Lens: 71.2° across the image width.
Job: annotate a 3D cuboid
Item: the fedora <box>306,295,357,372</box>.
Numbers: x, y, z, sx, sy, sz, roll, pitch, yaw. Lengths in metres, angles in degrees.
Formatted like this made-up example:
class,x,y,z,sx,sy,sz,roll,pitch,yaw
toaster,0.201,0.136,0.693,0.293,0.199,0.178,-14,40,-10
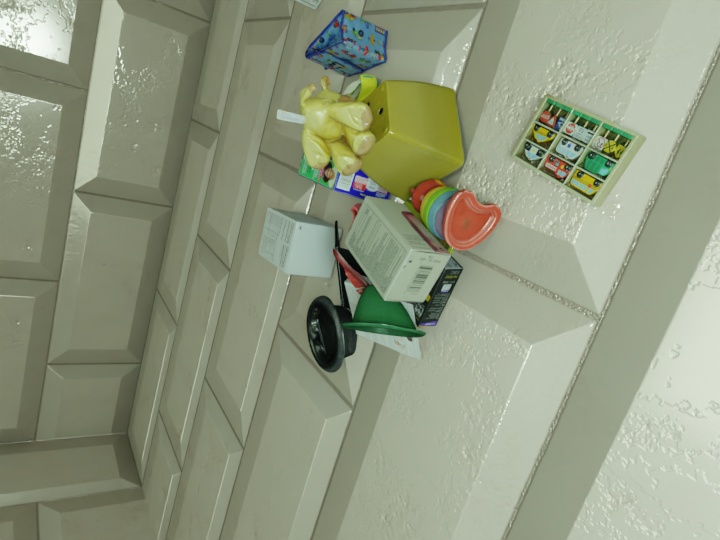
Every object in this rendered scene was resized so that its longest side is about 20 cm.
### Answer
class,x,y,z,sx,sy,sz,roll,pitch,yaw
fedora,-0.064,0.162,1.323,0.201,0.092,0.201,12,105,54

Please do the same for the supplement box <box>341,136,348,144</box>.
class,x,y,z,sx,sy,sz,roll,pitch,yaw
supplement box,-0.051,-0.362,1.419,0.200,0.069,0.067,25,103,55

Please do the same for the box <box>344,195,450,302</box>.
class,x,y,z,sx,sy,sz,roll,pitch,yaw
box,0.071,-0.045,1.045,0.200,0.109,0.128,56,130,42

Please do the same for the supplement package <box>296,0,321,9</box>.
class,x,y,z,sx,sy,sz,roll,pitch,yaw
supplement package,-0.209,-0.975,1.620,0.111,0.200,0.156,-29,61,48

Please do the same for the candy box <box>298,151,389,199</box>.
class,x,y,z,sx,sy,sz,roll,pitch,yaw
candy box,-0.041,-0.240,1.297,0.200,0.169,0.077,30,105,51

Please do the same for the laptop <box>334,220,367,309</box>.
class,x,y,z,sx,sy,sz,roll,pitch,yaw
laptop,0.000,0.000,1.260,0.200,0.116,0.187,-94,1,-54

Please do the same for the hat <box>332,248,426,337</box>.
class,x,y,z,sx,sy,sz,roll,pitch,yaw
hat,0.046,0.039,1.050,0.166,0.200,0.176,149,129,-71

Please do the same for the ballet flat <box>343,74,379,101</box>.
class,x,y,z,sx,sy,sz,roll,pitch,yaw
ballet flat,-0.029,-0.471,1.405,0.200,0.067,0.067,-39,55,44

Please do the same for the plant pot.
class,x,y,z,sx,sy,sz,roll,pitch,yaw
plant pot,0.086,-0.301,1.115,0.200,0.176,0.200,-27,58,48

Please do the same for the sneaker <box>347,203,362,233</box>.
class,x,y,z,sx,sy,sz,roll,pitch,yaw
sneaker,0.002,-0.076,1.280,0.074,0.087,0.200,-5,83,54

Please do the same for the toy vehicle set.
class,x,y,z,sx,sy,sz,roll,pitch,yaw
toy vehicle set,0.363,-0.209,0.861,0.200,0.026,0.124,50,124,45

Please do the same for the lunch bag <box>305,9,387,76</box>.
class,x,y,z,sx,sy,sz,roll,pitch,yaw
lunch bag,-0.046,-0.601,1.378,0.200,0.150,0.094,-5,81,53

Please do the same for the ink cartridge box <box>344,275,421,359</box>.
class,x,y,z,sx,sy,sz,roll,pitch,yaw
ink cartridge box,0.061,0.103,1.159,0.200,0.050,0.162,15,130,37

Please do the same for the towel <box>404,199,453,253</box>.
class,x,y,z,sx,sy,sz,roll,pitch,yaw
towel,0.145,-0.086,1.148,0.200,0.018,0.086,46,120,47

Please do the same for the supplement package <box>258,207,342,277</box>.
class,x,y,z,sx,sy,sz,roll,pitch,yaw
supplement package,-0.181,-0.083,1.477,0.200,0.152,0.151,28,108,52

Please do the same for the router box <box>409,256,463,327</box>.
class,x,y,z,sx,sy,sz,roll,pitch,yaw
router box,0.124,0.002,1.115,0.200,0.052,0.157,54,135,43

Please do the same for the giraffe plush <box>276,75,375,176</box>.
class,x,y,z,sx,sy,sz,roll,pitch,yaw
giraffe plush,-0.060,-0.317,1.058,0.173,0.200,0.162,-56,11,33

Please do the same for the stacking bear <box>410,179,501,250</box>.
class,x,y,z,sx,sy,sz,roll,pitch,yaw
stacking bear,0.174,-0.130,1.046,0.114,0.121,0.200,-62,31,14
